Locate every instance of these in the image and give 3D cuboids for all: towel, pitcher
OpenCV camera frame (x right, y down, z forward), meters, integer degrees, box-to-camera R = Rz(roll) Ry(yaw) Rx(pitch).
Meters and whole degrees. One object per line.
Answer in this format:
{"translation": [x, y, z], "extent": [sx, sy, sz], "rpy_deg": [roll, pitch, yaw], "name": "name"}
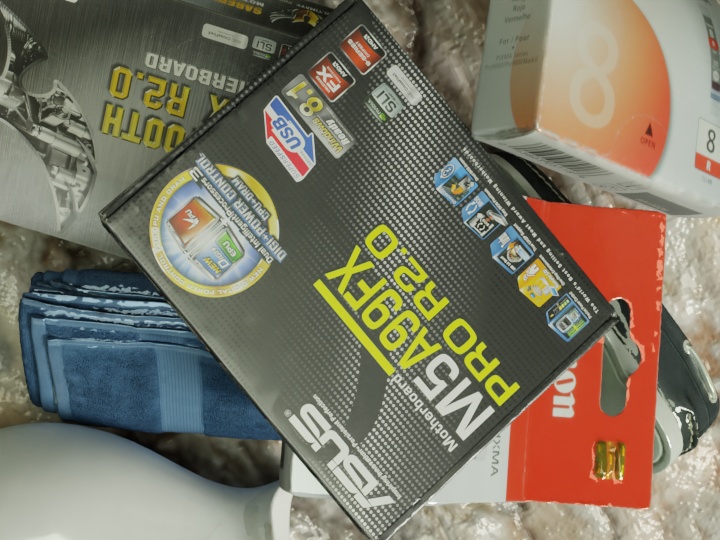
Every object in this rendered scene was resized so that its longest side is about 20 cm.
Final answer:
{"translation": [-0.085, 0.053, 0.807], "extent": [0.197, 0.049, 0.112], "rpy_deg": [4, 139, -3], "name": "towel"}
{"translation": [-0.134, 0.158, 0.786], "extent": [0.197, 0.172, 0.123], "rpy_deg": [7, 106, -4], "name": "pitcher"}

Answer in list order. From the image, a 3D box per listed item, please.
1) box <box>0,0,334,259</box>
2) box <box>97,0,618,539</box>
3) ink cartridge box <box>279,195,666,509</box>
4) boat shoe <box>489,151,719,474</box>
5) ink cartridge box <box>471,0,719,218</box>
{"translation": [-0.110, -0.083, 0.773], "extent": [0.197, 0.049, 0.160], "rpy_deg": [17, 122, -5], "name": "box"}
{"translation": [0.000, 0.000, 0.691], "extent": [0.160, 0.044, 0.201], "rpy_deg": [-40, 93, -10], "name": "box"}
{"translation": [0.063, 0.038, 0.743], "extent": [0.197, 0.047, 0.163], "rpy_deg": [5, 86, -7], "name": "ink cartridge box"}
{"translation": [0.128, 0.015, 0.821], "extent": [0.060, 0.075, 0.202], "rpy_deg": [-31, 92, -33], "name": "boat shoe"}
{"translation": [0.137, -0.142, 0.725], "extent": [0.161, 0.050, 0.203], "rpy_deg": [15, 83, -41], "name": "ink cartridge box"}
